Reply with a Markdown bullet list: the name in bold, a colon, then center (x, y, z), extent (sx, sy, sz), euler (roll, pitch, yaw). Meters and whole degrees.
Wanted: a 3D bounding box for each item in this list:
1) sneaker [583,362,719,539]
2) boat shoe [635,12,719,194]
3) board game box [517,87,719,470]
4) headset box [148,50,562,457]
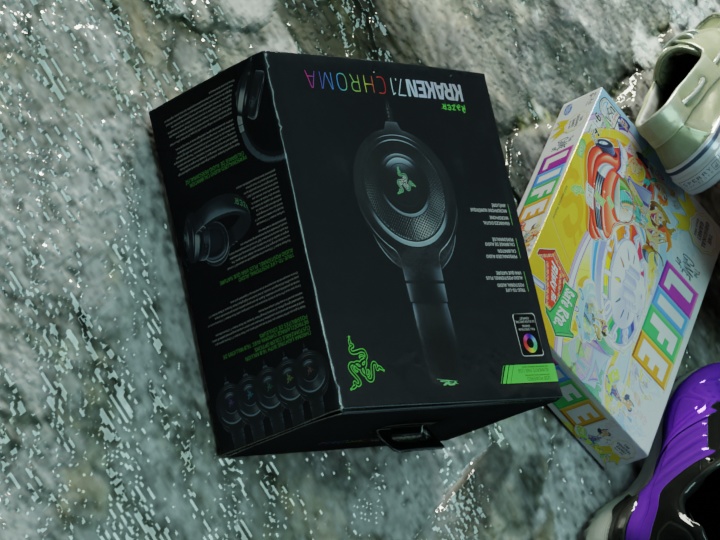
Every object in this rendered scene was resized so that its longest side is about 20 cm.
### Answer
- **sneaker**: center (0.213, 0.121, 1.393), extent (0.070, 0.099, 0.200), euler (54, 42, -17)
- **boat shoe**: center (0.222, -0.124, 1.524), extent (0.062, 0.072, 0.200), euler (47, 29, -15)
- **board game box**: center (0.148, 0.002, 1.431), extent (0.134, 0.034, 0.200), euler (47, 44, -22)
- **headset box**: center (0.000, 0.000, 1.228), extent (0.174, 0.093, 0.201), euler (2, 71, -46)
